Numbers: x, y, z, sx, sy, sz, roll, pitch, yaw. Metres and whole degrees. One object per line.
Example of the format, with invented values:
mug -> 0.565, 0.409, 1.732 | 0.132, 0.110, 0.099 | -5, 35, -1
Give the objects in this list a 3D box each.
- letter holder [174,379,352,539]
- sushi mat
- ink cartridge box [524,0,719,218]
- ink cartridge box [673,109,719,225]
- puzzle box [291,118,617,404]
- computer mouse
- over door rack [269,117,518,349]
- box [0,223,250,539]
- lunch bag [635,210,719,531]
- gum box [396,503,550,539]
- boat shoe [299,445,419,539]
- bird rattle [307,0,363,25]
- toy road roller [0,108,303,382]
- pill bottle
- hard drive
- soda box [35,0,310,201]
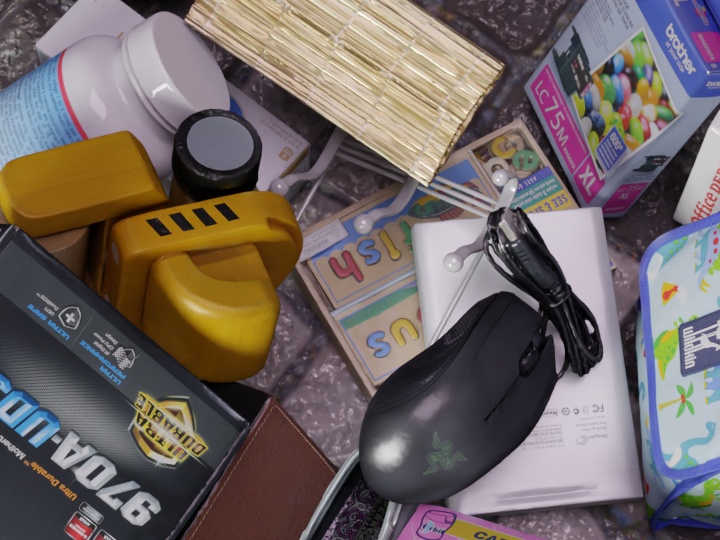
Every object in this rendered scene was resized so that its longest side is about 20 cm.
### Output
letter holder -> -0.110, 0.185, 1.376 | 0.100, 0.142, 0.200 | 16, 66, 39
sushi mat -> -0.011, -0.149, 1.392 | 0.200, 0.012, 0.096 | 35, 93, 5
ink cartridge box -> 0.190, -0.139, 1.445 | 0.042, 0.200, 0.120 | -5, 59, -33
ink cartridge box -> 0.323, -0.042, 1.440 | 0.200, 0.147, 0.083 | 33, 68, 12
puzzle box -> 0.061, -0.006, 1.485 | 0.200, 0.025, 0.133 | -28, 73, -12
computer mouse -> 0.079, 0.068, 1.348 | 0.200, 0.053, 0.139 | -46, 119, -22
over door rack -> 0.000, 0.000, 1.414 | 0.147, 0.067, 0.201 | 24, 88, 23
box -> -0.185, 0.094, 1.256 | 0.200, 0.046, 0.159 | 43, 73, -23
lunch bag -> 0.243, 0.064, 1.366 | 0.127, 0.200, 0.171 | 1, 69, -6
gum box -> 0.099, 0.225, 1.293 | 0.199, 0.066, 0.114 | 13, 51, 33
boat shoe -> -0.021, 0.192, 1.351 | 0.070, 0.072, 0.201 | 15, 63, 27
bird rattle -> -0.011, -0.161, 1.478 | 0.113, 0.163, 0.200 | -48, 65, 1
toy road roller -> -0.132, -0.001, 1.333 | 0.199, 0.123, 0.146 | -13, 59, -20
pill bottle -> -0.189, -0.087, 1.420 | 0.200, 0.109, 0.109 | -29, 69, 23
hard drive -> 0.111, 0.061, 1.437 | 0.131, 0.027, 0.201 | -5, 77, -7
soda box -> -0.131, -0.111, 1.500 | 0.200, 0.064, 0.068 | 37, 72, 12
